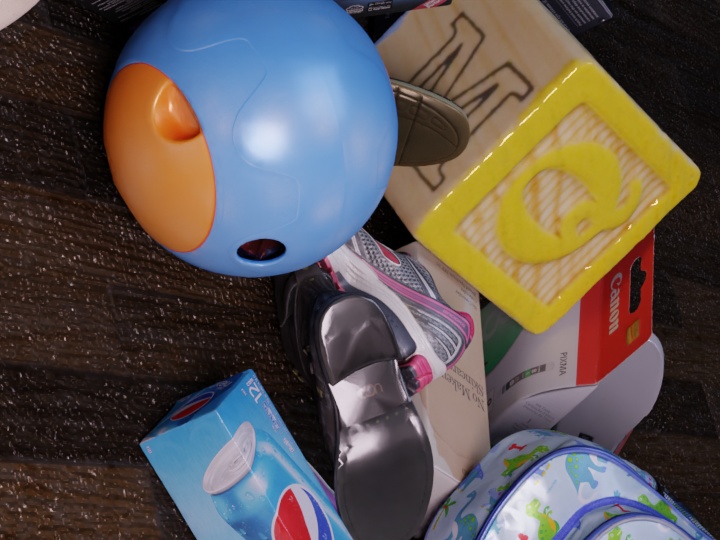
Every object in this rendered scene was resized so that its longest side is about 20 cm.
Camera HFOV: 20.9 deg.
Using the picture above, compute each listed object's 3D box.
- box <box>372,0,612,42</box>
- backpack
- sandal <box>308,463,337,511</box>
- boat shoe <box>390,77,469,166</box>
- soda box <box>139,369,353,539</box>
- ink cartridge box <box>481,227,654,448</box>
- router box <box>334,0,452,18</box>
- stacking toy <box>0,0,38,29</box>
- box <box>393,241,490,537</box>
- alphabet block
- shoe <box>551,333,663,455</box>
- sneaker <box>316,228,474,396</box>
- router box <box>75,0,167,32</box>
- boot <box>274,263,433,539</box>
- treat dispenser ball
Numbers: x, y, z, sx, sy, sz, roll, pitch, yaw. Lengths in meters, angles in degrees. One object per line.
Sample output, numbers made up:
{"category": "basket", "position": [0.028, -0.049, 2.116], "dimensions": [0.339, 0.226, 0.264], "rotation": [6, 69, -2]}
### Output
{"category": "box", "position": [0.119, -0.268, 1.771], "dimensions": [0.104, 0.199, 0.149], "rotation": [43, 37, -36]}
{"category": "backpack", "position": [0.159, 0.219, 1.398], "dimensions": [0.200, 0.183, 0.147], "rotation": [40, -6, -18]}
{"category": "sandal", "position": [0.001, 0.193, 1.377], "dimensions": [0.202, 0.050, 0.083], "rotation": [41, 37, -39]}
{"category": "boat shoe", "position": [-0.014, -0.131, 1.480], "dimensions": [0.066, 0.199, 0.072], "rotation": [-80, 178, -56]}
{"category": "soda box", "position": [-0.058, 0.171, 1.274], "dimensions": [0.201, 0.067, 0.064], "rotation": [60, 29, -11]}
{"category": "ink cartridge box", "position": [0.164, 0.046, 1.612], "dimensions": [0.050, 0.200, 0.162], "rotation": [27, 41, -16]}
{"category": "router box", "position": [-0.025, -0.236, 1.358], "dimensions": [0.150, 0.198, 0.063], "rotation": [98, -19, -65]}
{"category": "stacking toy", "position": [-0.278, -0.247, 1.186], "dimensions": [0.201, 0.146, 0.146], "rotation": [57, 25, 18]}
{"category": "box", "position": [0.043, 0.091, 1.496], "dimensions": [0.095, 0.077, 0.201], "rotation": [36, 40, -43]}
{"category": "alphabet block", "position": [0.121, -0.107, 1.591], "dimensions": [0.195, 0.196, 0.200], "rotation": [35, 14, -41]}
{"category": "shoe", "position": [0.202, 0.116, 1.659], "dimensions": [0.071, 0.201, 0.091], "rotation": [23, 29, 2]}
{"category": "sneaker", "position": [0.000, 0.000, 1.443], "dimensions": [0.074, 0.081, 0.200], "rotation": [-33, 78, -28]}
{"category": "router box", "position": [-0.202, -0.288, 1.391], "dimensions": [0.149, 0.051, 0.202], "rotation": [24, 50, -55]}
{"category": "boot", "position": [-0.013, 0.082, 1.361], "dimensions": [0.174, 0.069, 0.202], "rotation": [-150, -130, -72]}
{"category": "treat dispenser ball", "position": [-0.074, -0.097, 1.311], "dimensions": [0.201, 0.200, 0.202], "rotation": [39, 38, -39]}
